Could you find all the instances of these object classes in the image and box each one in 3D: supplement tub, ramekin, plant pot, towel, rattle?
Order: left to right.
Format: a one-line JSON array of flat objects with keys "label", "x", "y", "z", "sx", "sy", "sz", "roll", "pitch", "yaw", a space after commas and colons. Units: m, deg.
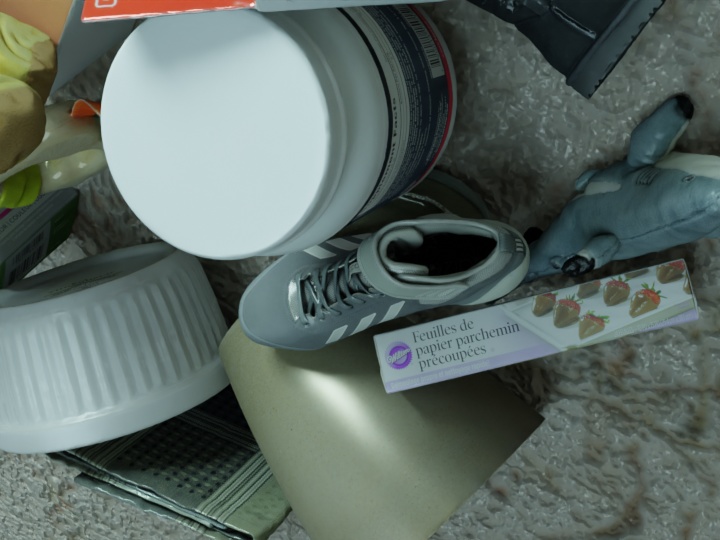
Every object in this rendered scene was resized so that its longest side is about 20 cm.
[{"label": "rattle", "x": -0.223, "y": -0.132, "z": 0.843, "sx": 0.200, "sy": 0.129, "sz": 0.144, "roll": -32, "pitch": 62, "yaw": 59}, {"label": "ramekin", "x": -0.198, "y": 0.051, "z": 0.908, "sx": 0.199, "sy": 0.200, "sz": 0.106, "roll": -6, "pitch": 105, "yaw": 35}, {"label": "towel", "x": -0.122, "y": 0.140, "z": 0.930, "sx": 0.192, "sy": 0.200, "sz": 0.035, "roll": 21, "pitch": 113, "yaw": 16}, {"label": "supplement tub", "x": -0.037, "y": -0.089, "z": 0.650, "sx": 0.139, "sy": 0.200, "sz": 0.141, "roll": 5, "pitch": 105, "yaw": 20}, {"label": "plant pot", "x": -0.002, "y": 0.099, "z": 0.851, "sx": 0.200, "sy": 0.187, "sz": 0.188, "roll": 47, "pitch": 137, "yaw": 10}]

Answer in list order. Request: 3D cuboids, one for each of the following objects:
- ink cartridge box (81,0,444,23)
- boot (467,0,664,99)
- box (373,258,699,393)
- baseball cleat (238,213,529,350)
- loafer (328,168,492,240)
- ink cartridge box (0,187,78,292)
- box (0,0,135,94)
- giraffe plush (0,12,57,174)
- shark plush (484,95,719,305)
[{"label": "ink cartridge box", "x": -0.041, "y": -0.210, "z": 0.553, "sx": 0.172, "sy": 0.201, "sz": 0.044, "roll": -2, "pitch": 151, "yaw": 8}, {"label": "boot", "x": 0.082, "y": -0.205, "z": 0.613, "sx": 0.200, "sy": 0.066, "sz": 0.165, "roll": 39, "pitch": 135, "yaw": 4}, {"label": "box", "x": 0.109, "y": 0.035, "z": 0.741, "sx": 0.199, "sy": 0.041, "sz": 0.039, "roll": -15, "pitch": 85, "yaw": 10}, {"label": "baseball cleat", "x": 0.000, "y": 0.000, "z": 0.720, "sx": 0.199, "sy": 0.106, "sz": 0.070, "roll": -17, "pitch": 76, "yaw": 19}, {"label": "loafer", "x": -0.006, "y": -0.030, "z": 0.803, "sx": 0.199, "sy": 0.070, "sz": 0.076, "roll": 9, "pitch": 130, "yaw": 26}, {"label": "ink cartridge box", "x": -0.344, "y": -0.069, "z": 0.962, "sx": 0.199, "sy": 0.104, "sz": 0.059, "roll": 33, "pitch": 136, "yaw": 5}, {"label": "box", "x": -0.203, "y": -0.235, "z": 0.733, "sx": 0.152, "sy": 0.106, "sz": 0.200, "roll": 37, "pitch": 136, "yaw": 0}, {"label": "giraffe plush", "x": -0.299, "y": -0.088, "z": 0.700, "sx": 0.200, "sy": 0.173, "sz": 0.162, "roll": 41, "pitch": 123, "yaw": 6}, {"label": "shark plush", "x": 0.140, "y": -0.030, "z": 0.700, "sx": 0.199, "sy": 0.083, "sz": 0.091, "roll": -14, "pitch": 118, "yaw": 39}]
